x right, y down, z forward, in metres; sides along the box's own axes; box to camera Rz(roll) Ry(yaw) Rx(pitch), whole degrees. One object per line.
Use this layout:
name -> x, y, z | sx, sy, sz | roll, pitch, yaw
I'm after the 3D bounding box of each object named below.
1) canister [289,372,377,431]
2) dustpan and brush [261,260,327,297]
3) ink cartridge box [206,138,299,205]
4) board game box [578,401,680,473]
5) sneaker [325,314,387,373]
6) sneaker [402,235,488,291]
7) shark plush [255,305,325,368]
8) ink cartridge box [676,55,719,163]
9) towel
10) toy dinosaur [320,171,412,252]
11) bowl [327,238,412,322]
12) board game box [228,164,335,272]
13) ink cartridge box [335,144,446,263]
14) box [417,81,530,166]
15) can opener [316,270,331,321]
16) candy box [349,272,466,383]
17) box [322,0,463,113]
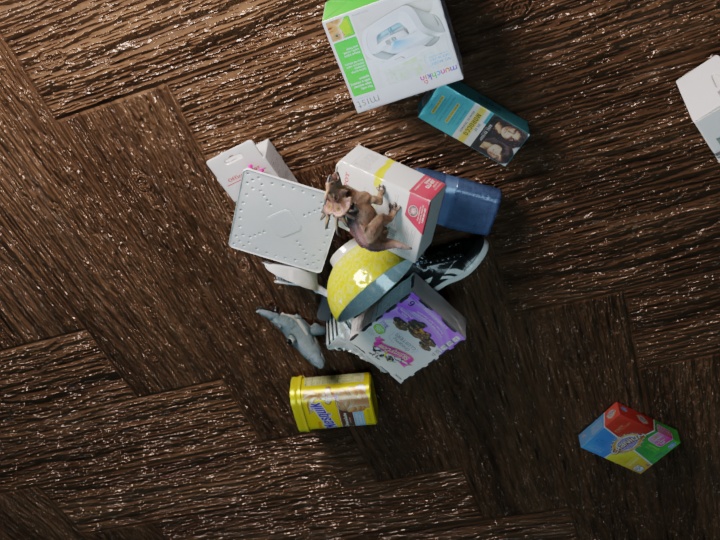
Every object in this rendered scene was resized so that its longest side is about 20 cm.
canister -> -0.062, 0.320, 1.950 | 0.195, 0.087, 0.151 | -6, 129, 7
dustpan and brush -> -0.112, 0.025, 1.676 | 0.195, 0.140, 0.059 | 10, 92, -4
ink cartridge box -> -0.198, -0.175, 1.565 | 0.114, 0.067, 0.201 | -20, 126, 21
board game box -> 0.674, 0.423, 2.002 | 0.197, 0.041, 0.154 | 24, 127, -15
sneaker -> -0.011, 0.168, 1.831 | 0.114, 0.076, 0.202 | -25, 114, 24
sneaker -> 0.161, -0.026, 1.654 | 0.111, 0.074, 0.199 | 36, 125, -25
shark plush -> -0.148, 0.138, 1.807 | 0.090, 0.084, 0.201 | -24, 124, 23
ink cartridge box -> 0.643, -0.250, 1.386 | 0.083, 0.147, 0.200 | -31, 121, 28
towel -> 0.174, -0.140, 1.576 | 0.196, 0.049, 0.113 | 14, 131, -5
toy dinosaur -> 0.000, -0.089, 1.434 | 0.085, 0.136, 0.201 | -31, 101, 42
bowl -> 0.000, 0.000, 1.605 | 0.108, 0.199, 0.200 | 51, 125, 13
board game box -> -0.147, -0.099, 1.558 | 0.196, 0.026, 0.202 | 16, 133, -5
ink cartridge box -> 0.049, -0.129, 1.526 | 0.197, 0.083, 0.147 | 26, 132, 16
box -> 0.207, -0.276, 1.461 | 0.197, 0.050, 0.083 | 26, 127, -16
can opener -> -0.049, 0.031, 1.730 | 0.065, 0.053, 0.202 | 19, 129, -6
candy box -> 0.101, 0.127, 1.704 | 0.167, 0.072, 0.199 | 39, 122, -20
box -> 0.058, -0.391, 1.351 | 0.196, 0.098, 0.179 | -14, 125, 14
